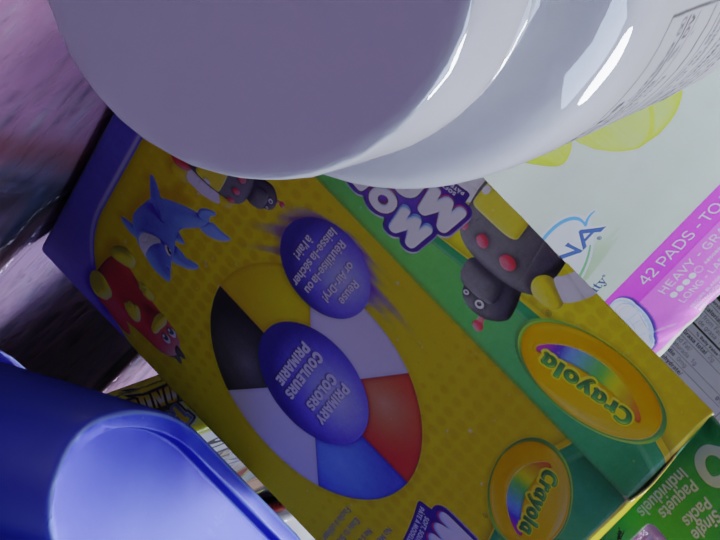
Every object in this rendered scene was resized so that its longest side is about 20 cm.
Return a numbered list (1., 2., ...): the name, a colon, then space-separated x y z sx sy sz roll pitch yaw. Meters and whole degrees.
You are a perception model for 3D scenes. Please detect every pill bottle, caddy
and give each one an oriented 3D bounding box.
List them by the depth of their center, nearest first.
1. pill bottle: 0.019 -0.078 0.546 0.114 0.114 0.200 -47 171 24
2. caddy: -0.098 0.108 0.743 0.142 0.104 0.200 -63 143 -21

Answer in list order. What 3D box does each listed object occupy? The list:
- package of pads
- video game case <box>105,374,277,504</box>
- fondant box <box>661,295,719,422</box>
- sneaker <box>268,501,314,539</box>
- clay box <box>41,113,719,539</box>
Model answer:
1. package of pads: 0.077 -0.068 0.775 0.200 0.154 0.068 -49 -147 29
2. video game case: -0.088 0.079 0.900 0.180 0.026 0.200 -20 166 -12
3. fondant box: 0.159 0.017 1.081 0.144 0.058 0.200 -38 172 -41
4. sneaker: -0.085 0.163 0.927 0.199 0.116 0.078 -19 167 -16
5. clay box: 0.009 0.026 0.711 0.048 0.200 0.115 -37 169 -39
